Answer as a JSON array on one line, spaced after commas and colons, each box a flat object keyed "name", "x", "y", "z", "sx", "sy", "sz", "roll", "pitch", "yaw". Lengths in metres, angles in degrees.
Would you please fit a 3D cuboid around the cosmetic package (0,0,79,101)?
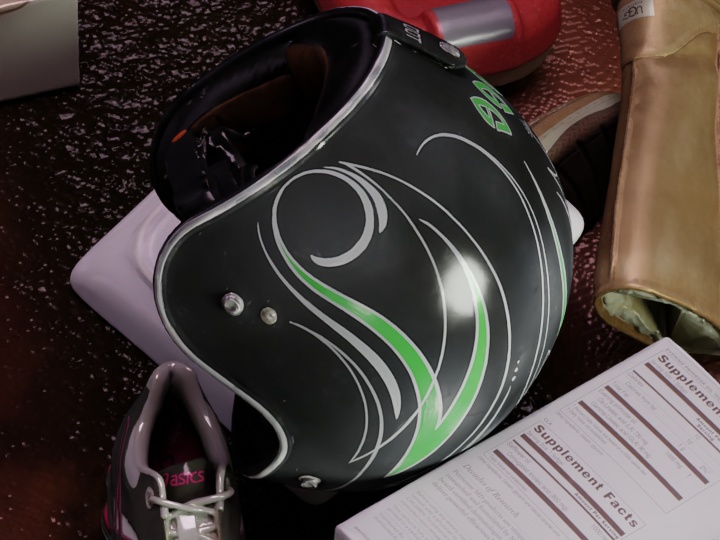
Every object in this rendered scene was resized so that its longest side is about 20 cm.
[{"name": "cosmetic package", "x": -0.262, "y": -0.137, "z": 1.528, "sx": 0.199, "sy": 0.073, "sz": 0.104, "roll": -15, "pitch": 50, "yaw": -17}]

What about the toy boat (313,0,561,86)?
[{"name": "toy boat", "x": 0.033, "y": -0.199, "z": 1.571, "sx": 0.130, "sy": 0.131, "sz": 0.201, "roll": -13, "pitch": 49, "yaw": -17}]

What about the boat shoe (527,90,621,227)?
[{"name": "boat shoe", "x": 0.064, "y": -0.040, "z": 1.471, "sx": 0.076, "sy": 0.072, "sz": 0.200, "roll": 27, "pitch": 49, "yaw": 34}]

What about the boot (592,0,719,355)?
[{"name": "boot", "x": 0.187, "y": -0.046, "z": 1.480, "sx": 0.175, "sy": 0.066, "sz": 0.201, "roll": 24, "pitch": 57, "yaw": -34}]

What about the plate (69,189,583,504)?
[{"name": "plate", "x": -0.022, "y": -0.015, "z": 1.406, "sx": 0.200, "sy": 0.032, "sz": 0.200, "roll": -46, "pitch": 62, "yaw": -8}]

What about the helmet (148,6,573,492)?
[{"name": "helmet", "x": 0.000, "y": 0.000, "z": 1.267, "sx": 0.199, "sy": 0.191, "sz": 0.200, "roll": -30, "pitch": 26, "yaw": 16}]

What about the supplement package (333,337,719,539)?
[{"name": "supplement package", "x": 0.094, "y": 0.139, "z": 1.270, "sx": 0.199, "sy": 0.114, "sz": 0.110, "roll": -27, "pitch": 55, "yaw": -28}]

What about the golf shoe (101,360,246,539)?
[{"name": "golf shoe", "x": -0.084, "y": 0.136, "z": 1.278, "sx": 0.077, "sy": 0.088, "sz": 0.201, "roll": -5, "pitch": 49, "yaw": -11}]
